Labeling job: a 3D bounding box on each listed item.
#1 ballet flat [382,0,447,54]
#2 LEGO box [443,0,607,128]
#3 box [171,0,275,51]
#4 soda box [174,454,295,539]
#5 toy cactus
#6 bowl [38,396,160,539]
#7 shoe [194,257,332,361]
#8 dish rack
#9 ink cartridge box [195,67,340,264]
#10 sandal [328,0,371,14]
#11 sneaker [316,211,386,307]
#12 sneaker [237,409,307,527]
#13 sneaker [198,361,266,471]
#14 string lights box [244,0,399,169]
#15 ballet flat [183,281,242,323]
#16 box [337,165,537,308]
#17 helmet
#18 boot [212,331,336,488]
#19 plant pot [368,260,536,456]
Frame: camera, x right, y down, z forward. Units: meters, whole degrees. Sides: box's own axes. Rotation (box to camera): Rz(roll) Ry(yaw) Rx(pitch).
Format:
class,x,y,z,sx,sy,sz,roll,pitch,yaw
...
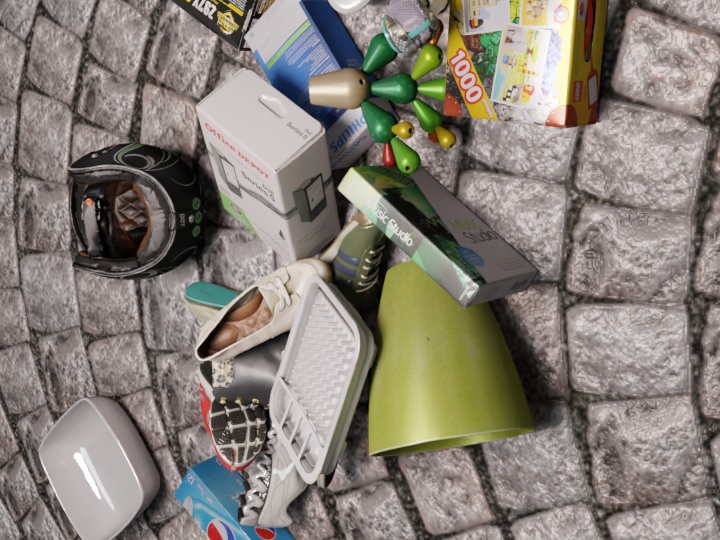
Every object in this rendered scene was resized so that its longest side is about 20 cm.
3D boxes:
class,x,y,z,sx,sy,sz,roll,pitch,yaw
ballet flat,0.064,-0.304,1.131,0.071,0.202,0.073,1,134,2
LEGO box,0.171,-0.256,1.099,0.148,0.077,0.203,12,106,36
box,-0.181,-0.400,1.358,0.199,0.049,0.161,38,123,25
soda box,-0.169,0.357,1.494,0.200,0.068,0.064,44,122,22
toy cactus,0.026,-0.205,1.189,0.163,0.102,0.203,0,87,6
bowl,-0.396,0.307,1.654,0.200,0.074,0.201,-43,72,35
shoe,-0.119,0.053,1.288,0.199,0.053,0.070,-34,84,15
dish rack,-0.040,0.123,1.220,0.172,0.043,0.202,50,128,56
ink cartridge box,-0.107,-0.119,1.274,0.145,0.084,0.201,39,158,25
sandal,-0.005,-0.394,1.228,0.082,0.050,0.205,-5,84,23
sneaker,0.000,0.000,1.294,0.200,0.067,0.090,-44,74,41
sneaker,-0.103,0.251,1.428,0.080,0.075,0.202,16,98,-10
sneaker,-0.176,0.206,1.439,0.201,0.076,0.086,-115,30,-53
string lights box,-0.049,-0.233,1.284,0.103,0.059,0.201,-38,76,36
ballet flat,-0.155,0.064,1.433,0.199,0.069,0.070,17,109,36
box,0.086,-0.044,1.166,0.200,0.144,0.037,43,117,22
helmet,-0.306,-0.080,1.432,0.197,0.191,0.203,0,101,1
boot,-0.106,0.172,1.354,0.152,0.073,0.206,-2,96,14
plant pot,0.086,0.093,1.190,0.186,0.186,0.202,-19,74,38
